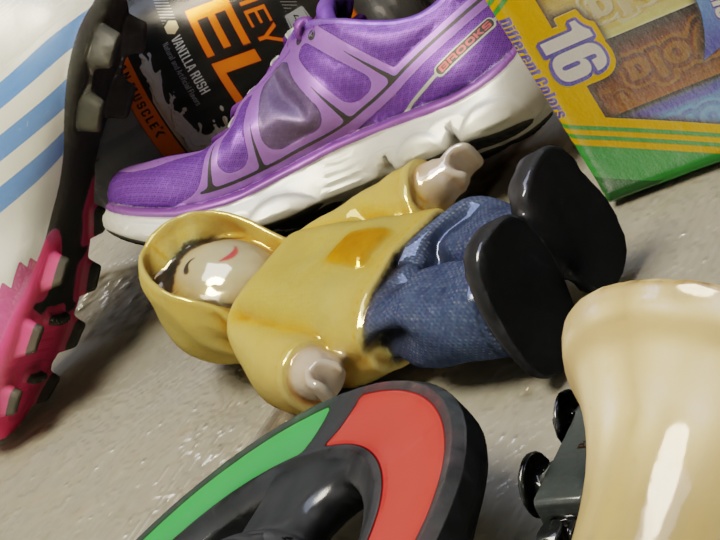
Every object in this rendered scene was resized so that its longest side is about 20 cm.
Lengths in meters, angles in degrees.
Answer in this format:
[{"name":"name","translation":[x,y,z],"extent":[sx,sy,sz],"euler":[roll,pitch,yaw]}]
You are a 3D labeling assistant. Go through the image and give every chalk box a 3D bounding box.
[{"name":"chalk box","translation":[0.152,-0.132,0.744],"extent":[0.200,0.124,0.125],"euler":[-19,27,30]}]

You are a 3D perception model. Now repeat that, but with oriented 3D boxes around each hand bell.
[{"name":"hand bell","translation":[0.058,0.113,0.488],"extent":[0.104,0.104,0.200],"euler":[-5,51,49]}]

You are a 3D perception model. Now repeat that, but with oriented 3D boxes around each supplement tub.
[{"name":"supplement tub","translation":[-0.040,-0.107,0.944],"extent":[0.200,0.123,0.123],"euler":[-29,25,15]}]

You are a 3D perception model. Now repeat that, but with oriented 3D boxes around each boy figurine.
[{"name":"boy figurine","translation":[0.000,0.000,0.769],"extent":[0.200,0.064,0.124],"euler":[-2,43,47]}]

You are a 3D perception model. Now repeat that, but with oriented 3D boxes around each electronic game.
[{"name":"electronic game","translation":[-0.043,0.107,0.620],"extent":[0.200,0.042,0.200],"euler":[-39,16,14]}]

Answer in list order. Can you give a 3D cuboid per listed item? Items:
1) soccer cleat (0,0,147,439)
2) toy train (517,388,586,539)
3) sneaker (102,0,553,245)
[{"name":"soccer cleat","translation":[-0.149,-0.032,0.889],"extent":[0.086,0.201,0.070],"euler":[18,14,11]},{"name":"toy train","translation":[0.040,0.102,0.549],"extent":[0.034,0.046,0.200],"euler":[-9,32,35]},{"name":"sneaker","translation":[-0.017,-0.063,0.858],"extent":[0.200,0.084,0.081],"euler":[-22,-6,23]}]
